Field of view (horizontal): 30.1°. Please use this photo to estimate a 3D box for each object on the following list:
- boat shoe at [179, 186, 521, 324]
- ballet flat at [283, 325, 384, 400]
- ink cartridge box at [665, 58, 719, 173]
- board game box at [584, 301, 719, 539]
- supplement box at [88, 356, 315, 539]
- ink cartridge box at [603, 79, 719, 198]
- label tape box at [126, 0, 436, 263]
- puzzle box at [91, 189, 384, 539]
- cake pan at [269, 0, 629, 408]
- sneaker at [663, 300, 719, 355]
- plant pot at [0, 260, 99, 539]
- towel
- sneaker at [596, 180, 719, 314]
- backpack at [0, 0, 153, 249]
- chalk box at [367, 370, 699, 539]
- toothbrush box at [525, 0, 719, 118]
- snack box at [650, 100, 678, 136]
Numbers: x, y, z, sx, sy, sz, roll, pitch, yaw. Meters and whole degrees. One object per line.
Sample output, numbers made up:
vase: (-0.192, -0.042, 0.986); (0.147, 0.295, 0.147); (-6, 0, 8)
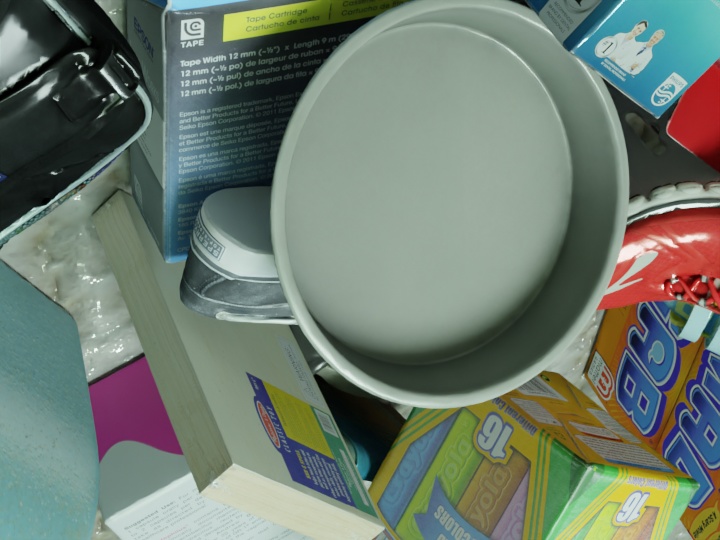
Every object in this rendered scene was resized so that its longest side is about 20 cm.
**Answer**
boat shoe: (0.000, 0.000, 0.713); (0.199, 0.072, 0.068); (-2, 133, -31)
ballet flat: (0.023, 0.054, 0.881); (0.199, 0.069, 0.068); (7, 155, -39)
ink cartridge box: (0.282, -0.108, 0.738); (0.200, 0.084, 0.176); (21, 101, -47)
board game box: (0.316, 0.062, 0.976); (0.199, 0.200, 0.200); (-13, 139, -20)
supplement box: (-0.100, 0.146, 0.887); (0.103, 0.101, 0.200); (-29, 142, -1)
ink cartridge box: (0.105, -0.028, 0.812); (0.199, 0.116, 0.068); (-26, 142, -4)
label tape box: (-0.041, -0.108, 0.676); (0.143, 0.066, 0.201); (-14, 137, -21)
puzzle box: (-0.068, 0.054, 0.727); (0.025, 0.200, 0.133); (-40, 139, 14)
cake pan: (0.042, -0.034, 0.657); (0.199, 0.037, 0.201); (-5, 101, -26)
sneaker: (0.240, 0.052, 0.782); (0.130, 0.201, 0.080); (10, 135, -4)
plant pot: (-0.248, 0.107, 0.674); (0.196, 0.200, 0.196); (-33, 142, 5)
towel: (0.006, 0.110, 0.880); (0.022, 0.147, 0.200); (-53, 139, 4)
sneaker: (0.206, 0.000, 0.722); (0.199, 0.085, 0.077); (-10, 150, 5)
backpack: (-0.211, -0.074, 0.537); (0.200, 0.151, 0.178); (-41, 138, 3)
chalk box: (0.076, 0.168, 0.779); (0.124, 0.124, 0.201); (14, 108, -47)
toothbrush box: (0.155, -0.200, 0.632); (0.085, 0.147, 0.200); (23, 118, -44)
snack box: (0.267, -0.170, 0.808); (0.142, 0.053, 0.201); (-4, 134, -31)
